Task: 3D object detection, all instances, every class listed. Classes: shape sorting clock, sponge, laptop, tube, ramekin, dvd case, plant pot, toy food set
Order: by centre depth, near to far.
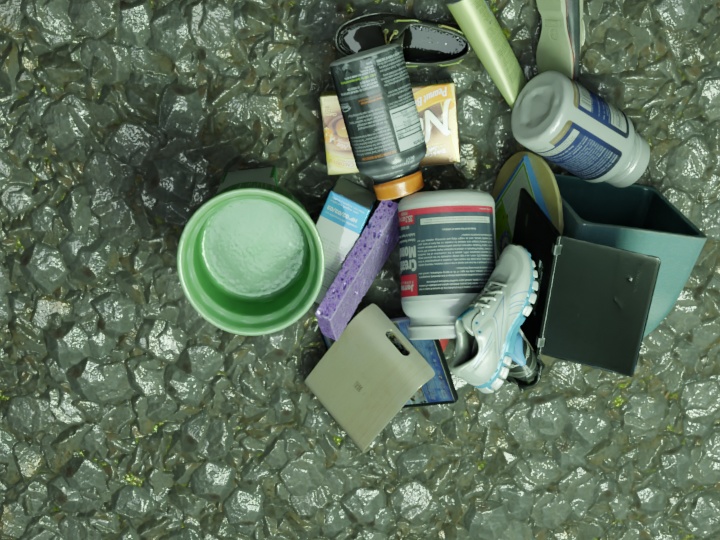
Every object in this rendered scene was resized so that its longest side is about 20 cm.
[{"bbox_3d":[0.289,0.015,1.582,0.114,0.201,0.190,-6,124,-16],"label":"laptop"},{"bbox_3d":[-0.146,-0.023,1.596,0.196,0.098,0.204,-1,107,-3],"label":"ramekin"},{"bbox_3d":[0.186,-0.307,1.651,0.058,0.052,0.201,-42,120,-8],"label":"tube"},{"bbox_3d":[0.237,-0.068,1.687,0.039,0.200,0.203,2,108,-20],"label":"shape sorting clock"},{"bbox_3d":[0.349,-0.005,1.700,0.192,0.197,0.203,5,114,-13],"label":"plant pot"},{"bbox_3d":[0.000,0.000,1.706,0.030,0.112,0.202,27,74,13],"label":"sponge"},{"bbox_3d":[0.012,0.165,1.778,0.144,0.060,0.201,48,127,15],"label":"toy food set"},{"bbox_3d":[0.042,0.144,1.789,0.197,0.018,0.145,-9,109,34],"label":"dvd case"}]

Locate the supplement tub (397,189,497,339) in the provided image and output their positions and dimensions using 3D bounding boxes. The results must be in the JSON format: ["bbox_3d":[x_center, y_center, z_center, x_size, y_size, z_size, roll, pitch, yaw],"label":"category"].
[{"bbox_3d":[0.124,-0.007,1.655,0.138,0.140,0.204,-2,87,0],"label":"supplement tub"}]

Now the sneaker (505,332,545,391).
[{"bbox_3d":[0.217,0.135,1.677,0.070,0.200,0.083,-37,83,-1],"label":"sneaker"}]

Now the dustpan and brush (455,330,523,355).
[{"bbox_3d":[0.208,0.051,1.781,0.138,0.057,0.204,16,72,-43],"label":"dustpan and brush"}]

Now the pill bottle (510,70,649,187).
[{"bbox_3d":[0.316,-0.192,1.666,0.198,0.111,0.112,23,107,-34],"label":"pill bottle"}]

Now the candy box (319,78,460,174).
[{"bbox_3d":[0.044,-0.209,1.713,0.196,0.055,0.117,-5,106,1],"label":"candy box"}]

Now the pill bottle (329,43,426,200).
[{"bbox_3d":[0.031,-0.203,1.631,0.104,0.106,0.203,-14,103,4],"label":"pill bottle"}]

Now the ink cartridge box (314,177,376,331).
[{"bbox_3d":[-0.048,-0.025,1.735,0.067,0.115,0.202,24,105,0],"label":"ink cartridge box"}]

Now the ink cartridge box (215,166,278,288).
[{"bbox_3d":[-0.153,-0.035,1.720,0.082,0.146,0.203,-6,108,1],"label":"ink cartridge box"}]

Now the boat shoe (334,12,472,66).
[{"bbox_3d":[0.062,-0.327,1.675,0.197,0.061,0.073,1,106,-1],"label":"boat shoe"}]

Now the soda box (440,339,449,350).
[{"bbox_3d":[0.125,0.035,1.785,0.069,0.064,0.202,21,105,-7],"label":"soda box"}]

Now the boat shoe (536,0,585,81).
[{"bbox_3d":[0.290,-0.340,1.672,0.062,0.071,0.203,-27,120,-33],"label":"boat shoe"}]

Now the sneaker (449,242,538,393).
[{"bbox_3d":[0.171,0.057,1.558,0.086,0.075,0.203,20,83,-33],"label":"sneaker"}]
